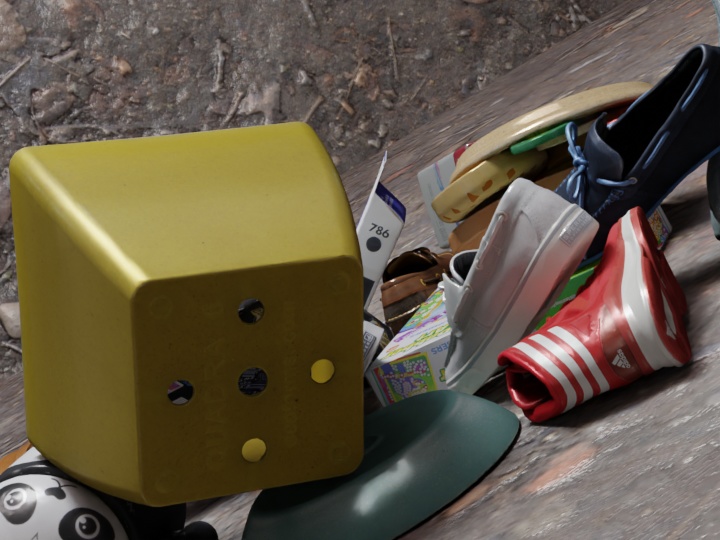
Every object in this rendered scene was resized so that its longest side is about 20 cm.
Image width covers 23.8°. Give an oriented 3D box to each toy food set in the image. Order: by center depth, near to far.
[{"bbox_3d":[0.163,-0.094,1.363,0.197,0.049,0.200,-27,-13,33],"label":"toy food set"}]

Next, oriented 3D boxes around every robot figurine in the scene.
[{"bbox_3d":[-0.187,0.170,1.133,0.150,0.125,0.200,-27,7,17],"label":"robot figurine"}]

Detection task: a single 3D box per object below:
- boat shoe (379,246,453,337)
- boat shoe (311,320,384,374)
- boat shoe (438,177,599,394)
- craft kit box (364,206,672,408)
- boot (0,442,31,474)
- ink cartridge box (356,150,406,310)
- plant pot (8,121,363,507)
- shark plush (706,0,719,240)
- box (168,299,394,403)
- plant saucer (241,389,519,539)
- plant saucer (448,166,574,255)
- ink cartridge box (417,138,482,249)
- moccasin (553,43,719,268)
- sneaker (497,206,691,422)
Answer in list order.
[{"bbox_3d":[0.058,0.011,1.481,0.072,0.068,0.200,-27,8,16],"label":"boat shoe"},{"bbox_3d":[-0.034,0.070,1.249,0.072,0.068,0.200,-60,-1,-16],"label":"boat shoe"},{"bbox_3d":[0.086,0.013,1.113,0.072,0.068,0.200,-45,-12,-30],"label":"boat shoe"},{"bbox_3d":[0.122,0.022,1.278,0.199,0.049,0.198,-26,11,26],"label":"craft kit box"},{"bbox_3d":[-0.256,0.155,1.571,0.155,0.077,0.201,-24,36,19],"label":"boot"},{"bbox_3d":[0.000,0.000,1.462,0.099,0.039,0.201,-75,7,-80],"label":"ink cartridge box"},{"bbox_3d":[-0.090,0.036,1.027,0.199,0.201,0.176,-7,20,-21],"label":"plant pot"},{"bbox_3d":[0.266,-0.115,1.169,0.083,0.201,0.091,22,-21,-40],"label":"shark plush"},{"bbox_3d":[-0.097,0.072,1.329,0.198,0.050,0.200,-29,-31,17],"label":"box"},{"bbox_3d":[0.003,0.126,1.058,0.199,0.036,0.200,-29,8,4],"label":"plant saucer"},{"bbox_3d":[0.169,-0.047,1.395,0.199,0.032,0.200,-20,-10,-4],"label":"plant saucer"},{"bbox_3d":[0.147,-0.085,1.564,0.145,0.083,0.200,-19,0,-12],"label":"ink cartridge box"},{"bbox_3d":[0.175,-0.082,1.139,0.200,0.068,0.081,-46,38,23],"label":"moccasin"},{"bbox_3d":[0.137,0.026,1.058,0.115,0.079,0.200,-26,7,14],"label":"sneaker"}]
